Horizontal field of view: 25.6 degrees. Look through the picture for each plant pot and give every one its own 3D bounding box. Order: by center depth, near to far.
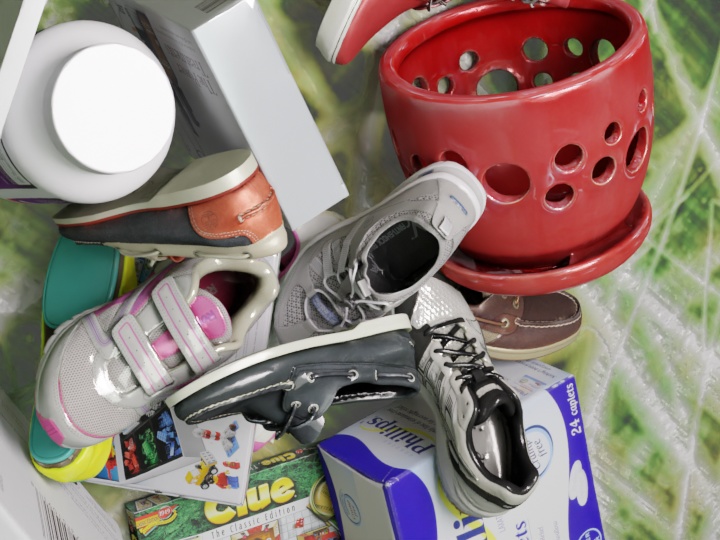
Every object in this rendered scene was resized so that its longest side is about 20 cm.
[{"bbox_3d":[0.126,-0.091,1.189,0.200,0.200,0.183,-24,119,-19],"label":"plant pot"}]

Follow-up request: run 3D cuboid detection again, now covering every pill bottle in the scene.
[{"bbox_3d":[-0.189,-0.099,1.013,0.112,0.200,0.113,-1,93,-28],"label":"pill bottle"}]

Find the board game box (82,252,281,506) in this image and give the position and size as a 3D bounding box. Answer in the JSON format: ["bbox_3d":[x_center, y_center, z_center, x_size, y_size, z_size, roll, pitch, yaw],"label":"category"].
[{"bbox_3d":[-0.134,0.068,1.173,0.126,0.035,0.201,9,104,0],"label":"board game box"}]

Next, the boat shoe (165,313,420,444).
[{"bbox_3d":[-0.037,0.083,1.068,0.199,0.074,0.066,-13,79,-43],"label":"boat shoe"}]

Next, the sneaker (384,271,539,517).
[{"bbox_3d":[0.084,0.084,1.184,0.075,0.088,0.201,-20,86,-25],"label":"sneaker"}]

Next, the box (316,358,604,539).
[{"bbox_3d":[0.088,0.191,1.306,0.199,0.105,0.185,-27,117,-26],"label":"box"}]

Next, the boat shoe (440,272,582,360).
[{"bbox_3d":[0.100,0.021,1.278,0.199,0.072,0.072,6,130,-23],"label":"boat shoe"}]

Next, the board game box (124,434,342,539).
[{"bbox_3d":[-0.087,0.207,1.283,0.199,0.023,0.105,-16,112,-22],"label":"board game box"}]

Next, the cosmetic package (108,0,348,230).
[{"bbox_3d":[-0.095,-0.125,1.060,0.052,0.200,0.151,-35,119,-11],"label":"cosmetic package"}]

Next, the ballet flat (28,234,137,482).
[{"bbox_3d":[-0.190,0.052,1.111,0.067,0.067,0.201,42,49,-59],"label":"ballet flat"}]

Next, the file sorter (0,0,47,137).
[{"bbox_3d":[-0.280,-0.158,0.958,0.124,0.200,0.139,18,98,-26],"label":"file sorter"}]

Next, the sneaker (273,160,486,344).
[{"bbox_3d":[0.000,0.000,1.120,0.075,0.082,0.200,42,121,-6],"label":"sneaker"}]

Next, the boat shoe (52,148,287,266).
[{"bbox_3d":[-0.127,-0.033,1.032,0.071,0.199,0.063,-47,118,-38],"label":"boat shoe"}]

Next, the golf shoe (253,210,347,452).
[{"bbox_3d":[-0.060,0.042,1.222,0.091,0.075,0.201,29,92,-14],"label":"golf shoe"}]

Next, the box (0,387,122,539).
[{"bbox_3d":[-0.255,0.199,1.077,0.130,0.200,0.199,-32,120,-1],"label":"box"}]

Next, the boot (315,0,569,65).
[{"bbox_3d":[0.071,-0.206,1.162,0.144,0.072,0.200,38,86,-1],"label":"boot"}]

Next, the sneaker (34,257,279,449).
[{"bbox_3d":[-0.132,0.040,1.050,0.200,0.088,0.081,-46,109,-31],"label":"sneaker"}]
